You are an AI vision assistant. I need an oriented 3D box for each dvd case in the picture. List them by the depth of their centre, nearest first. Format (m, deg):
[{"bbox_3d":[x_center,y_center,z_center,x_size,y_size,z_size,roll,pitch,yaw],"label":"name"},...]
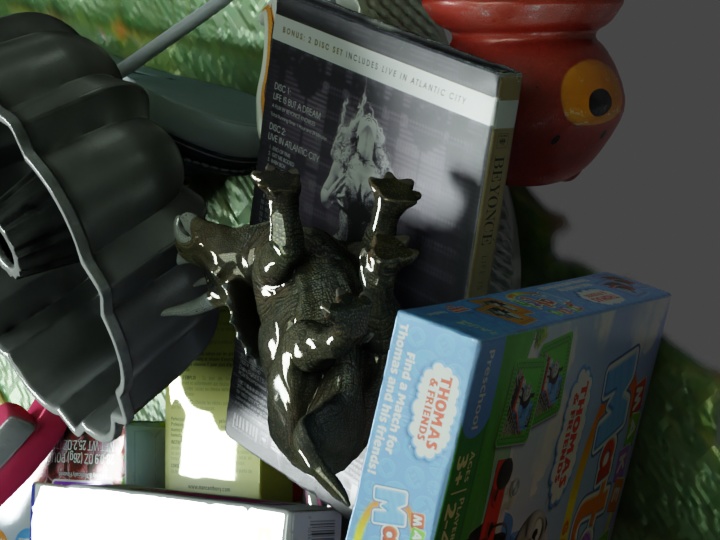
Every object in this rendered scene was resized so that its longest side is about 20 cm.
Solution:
[{"bbox_3d":[0.000,0.000,0.812,0.148,0.016,0.202,27,116,49],"label":"dvd case"}]

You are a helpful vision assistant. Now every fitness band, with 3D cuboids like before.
[{"bbox_3d":[-0.211,0.067,1.030,0.200,0.037,0.144,-42,41,18],"label":"fitness band"}]

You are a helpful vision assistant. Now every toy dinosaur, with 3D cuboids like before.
[{"bbox_3d":[-0.013,0.027,0.747,0.201,0.076,0.103,-118,30,-46],"label":"toy dinosaur"}]

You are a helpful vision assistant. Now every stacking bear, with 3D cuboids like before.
[{"bbox_3d":[0.068,-0.133,0.799,0.113,0.121,0.202,9,102,47],"label":"stacking bear"}]

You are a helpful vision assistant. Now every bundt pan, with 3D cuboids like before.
[{"bbox_3d":[-0.133,-0.028,0.899,0.202,0.075,0.203,42,150,31],"label":"bundt pan"}]

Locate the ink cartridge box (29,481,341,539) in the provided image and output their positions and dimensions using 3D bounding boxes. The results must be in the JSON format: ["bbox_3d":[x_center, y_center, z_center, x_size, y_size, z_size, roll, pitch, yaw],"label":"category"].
[{"bbox_3d":[-0.085,0.148,0.896,0.199,0.037,0.096,-1,86,46],"label":"ink cartridge box"}]

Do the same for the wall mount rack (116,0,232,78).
[{"bbox_3d":[-0.107,-0.177,0.979,0.200,0.074,0.175,37,105,40],"label":"wall mount rack"}]

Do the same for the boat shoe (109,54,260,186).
[{"bbox_3d":[-0.111,-0.054,0.998,0.199,0.070,0.092,22,105,49],"label":"boat shoe"}]

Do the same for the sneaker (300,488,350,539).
[{"bbox_3d":[0.011,0.143,0.874,0.086,0.080,0.202,-20,64,49],"label":"sneaker"}]

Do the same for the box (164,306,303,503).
[{"bbox_3d":[-0.054,0.101,0.946,0.075,0.050,0.202,-4,86,44],"label":"box"}]

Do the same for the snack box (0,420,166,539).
[{"bbox_3d":[-0.162,0.162,1.037,0.199,0.067,0.171,-2,86,45],"label":"snack box"}]

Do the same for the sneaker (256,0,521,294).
[{"bbox_3d":[0.009,-0.050,0.871,0.079,0.078,0.202,-34,61,38],"label":"sneaker"}]

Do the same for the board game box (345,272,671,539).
[{"bbox_3d":[0.053,0.083,0.737,0.036,0.200,0.153,17,101,24],"label":"board game box"}]
